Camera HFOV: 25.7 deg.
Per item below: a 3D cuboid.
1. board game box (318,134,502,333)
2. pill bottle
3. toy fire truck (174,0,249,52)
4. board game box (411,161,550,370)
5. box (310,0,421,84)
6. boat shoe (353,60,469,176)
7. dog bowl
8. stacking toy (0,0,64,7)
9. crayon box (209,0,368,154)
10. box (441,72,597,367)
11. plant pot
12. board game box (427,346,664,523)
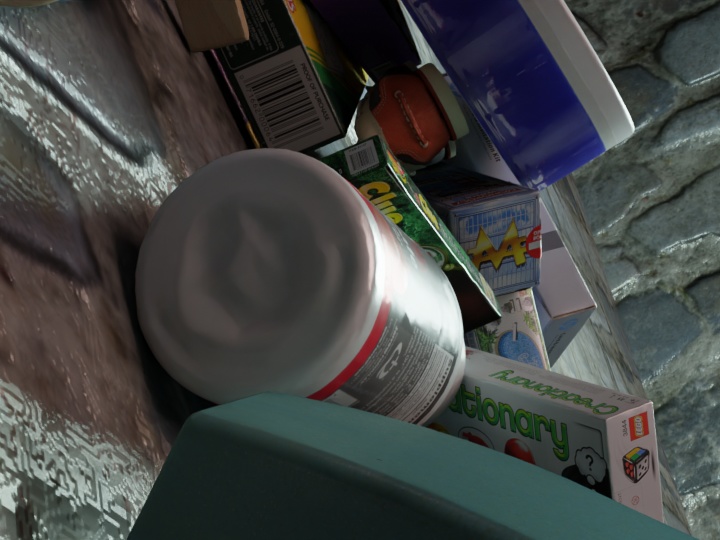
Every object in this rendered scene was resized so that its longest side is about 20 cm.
[{"bbox_3d":[0.000,0.000,0.852,0.200,0.104,0.024,49,24,-58],"label":"board game box"},{"bbox_3d":[-0.015,0.024,0.736,0.200,0.110,0.111,38,33,-67],"label":"pill bottle"},{"bbox_3d":[-0.064,-0.205,0.805,0.200,0.175,0.129,51,48,-70],"label":"toy fire truck"},{"bbox_3d":[0.066,0.016,1.014,0.200,0.061,0.201,163,-87,-76],"label":"board game box"},{"bbox_3d":[-0.020,-0.216,1.001,0.200,0.039,0.138,39,30,-71],"label":"box"},{"bbox_3d":[0.025,-0.092,1.010,0.071,0.062,0.200,60,0,-4],"label":"boat shoe"},{"bbox_3d":[0.086,-0.150,0.990,0.201,0.079,0.200,56,8,-11],"label":"dog bowl"},{"bbox_3d":[-0.119,-0.153,0.676,0.200,0.085,0.086,-51,119,-81],"label":"stacking toy"},{"bbox_3d":[-0.064,-0.183,0.986,0.173,0.058,0.201,-73,140,-70],"label":"crayon box"},{"bbox_3d":[0.081,-0.015,1.122,0.201,0.041,0.156,64,-27,24],"label":"box"},{"bbox_3d":[0.022,0.127,0.517,0.199,0.142,0.141,29,7,11],"label":"plant pot"},{"bbox_3d":[0.080,0.111,0.828,0.200,0.034,0.127,13,-65,56],"label":"board game box"}]
